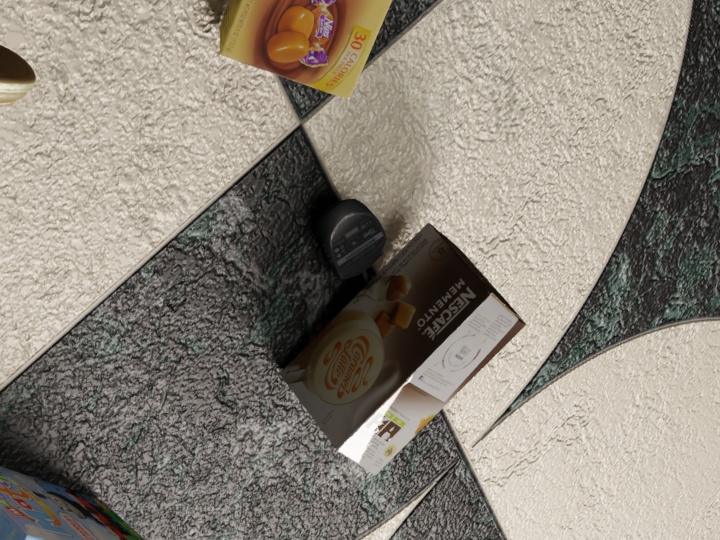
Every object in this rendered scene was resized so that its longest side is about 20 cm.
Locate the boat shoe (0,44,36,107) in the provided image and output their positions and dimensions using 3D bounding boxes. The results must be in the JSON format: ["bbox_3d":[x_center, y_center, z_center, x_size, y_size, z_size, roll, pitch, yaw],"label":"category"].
[{"bbox_3d":[-0.330,-0.132,1.384,0.199,0.073,0.063,0,125,-30],"label":"boat shoe"}]

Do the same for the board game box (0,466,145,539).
[{"bbox_3d":[-0.250,0.217,1.608,0.200,0.151,0.037,27,95,-48],"label":"board game box"}]

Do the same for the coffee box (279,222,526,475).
[{"bbox_3d":[0.039,0.072,1.787,0.200,0.114,0.080,-45,141,6],"label":"coffee box"}]

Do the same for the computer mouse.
[{"bbox_3d":[0.000,0.000,1.804,0.058,0.034,0.201,-32,140,-12],"label":"computer mouse"}]

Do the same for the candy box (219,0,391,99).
[{"bbox_3d":[-0.025,-0.249,1.539,0.116,0.057,0.201,18,118,-14],"label":"candy box"}]
